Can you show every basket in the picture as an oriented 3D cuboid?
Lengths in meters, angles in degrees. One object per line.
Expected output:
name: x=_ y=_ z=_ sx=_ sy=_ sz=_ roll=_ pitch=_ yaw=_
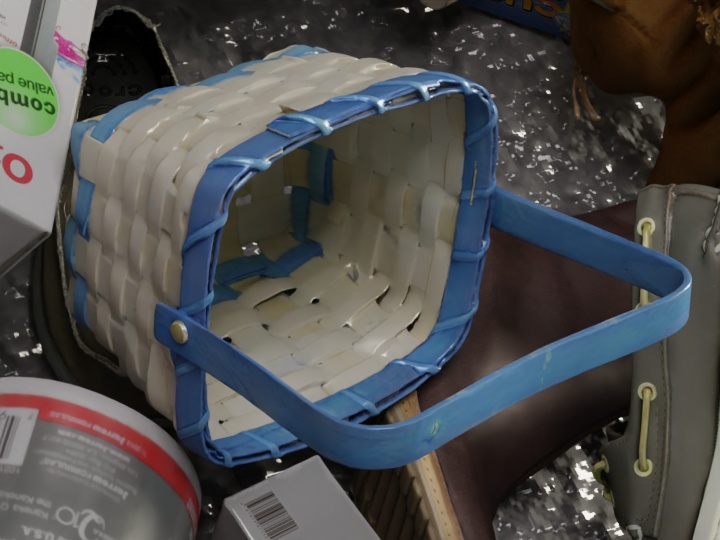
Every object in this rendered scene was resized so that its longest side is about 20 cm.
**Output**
basket: x=0.000 y=0.000 z=1.089 sx=0.176 sy=0.140 sz=0.200 roll=-20 pitch=32 yaw=-38

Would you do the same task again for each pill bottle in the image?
pill bottle: x=-0.130 y=0.149 z=1.050 sx=0.113 sy=0.114 sz=0.201 roll=16 pitch=52 yaw=-4

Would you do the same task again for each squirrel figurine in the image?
squirrel figurine: x=0.176 y=-0.095 z=1.263 sx=0.141 sy=0.200 sz=0.187 roll=-37 pitch=79 yaw=-29

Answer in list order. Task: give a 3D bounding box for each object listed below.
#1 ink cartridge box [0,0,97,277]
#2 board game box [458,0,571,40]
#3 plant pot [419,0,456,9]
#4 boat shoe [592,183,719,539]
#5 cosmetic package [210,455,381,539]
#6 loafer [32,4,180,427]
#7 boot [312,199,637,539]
ink cartridge box: x=-0.202 y=-0.090 z=1.158 sx=0.146 sy=0.146 sz=0.201 roll=28 pitch=48 yaw=-27
board game box: x=0.099 y=-0.171 z=1.400 sx=0.199 sy=0.035 sz=0.136 roll=18 pitch=52 yaw=-2
plant pot: x=0.070 y=-0.271 z=1.333 sx=0.177 sy=0.200 sz=0.200 roll=-22 pitch=62 yaw=-40
boat shoe: x=0.126 y=0.065 z=1.164 sx=0.060 sy=0.203 sz=0.072 roll=11 pitch=12 yaw=19
cosmetic package: x=0.015 y=0.173 z=1.096 sx=0.050 sy=0.083 sz=0.200 roll=-24 pitch=64 yaw=-32
loafer: x=-0.099 y=-0.027 z=1.215 sx=0.075 sy=0.070 sz=0.201 roll=-3 pitch=56 yaw=-18
boot: x=0.075 y=0.055 z=1.204 sx=0.165 sy=0.072 sz=0.201 roll=-5 pitch=58 yaw=-21
